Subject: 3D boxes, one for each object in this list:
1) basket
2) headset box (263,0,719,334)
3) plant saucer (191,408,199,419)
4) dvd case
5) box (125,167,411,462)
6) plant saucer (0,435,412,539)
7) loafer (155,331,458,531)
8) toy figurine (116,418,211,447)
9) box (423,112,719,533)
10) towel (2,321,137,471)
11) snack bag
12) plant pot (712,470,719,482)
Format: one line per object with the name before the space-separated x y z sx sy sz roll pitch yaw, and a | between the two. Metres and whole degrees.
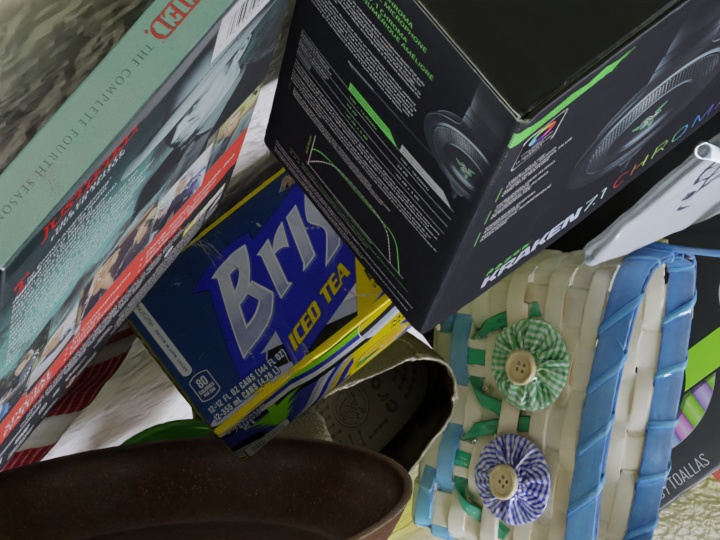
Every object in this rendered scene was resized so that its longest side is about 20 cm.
basket | 0.128 0.072 1.101 0.198 0.178 0.139 7 -174 16
headset box | 0.070 -0.093 0.779 0.174 0.093 0.200 -37 168 -19
plant saucer | 0.000 0.000 1.102 0.199 0.031 0.200 -34 168 -8
dvd case | -0.077 -0.017 0.751 0.146 0.022 0.200 -52 176 -24
box | 0.007 -0.017 0.942 0.200 0.070 0.064 -38 165 -4
plant saucer | -0.078 0.105 0.914 0.199 0.037 0.200 -5 -169 1
loafer | -0.030 0.091 1.030 0.067 0.076 0.200 -9 -143 54
toy figurine | -0.108 0.139 1.128 0.183 0.151 0.200 -15 -157 48
box | 0.147 0.020 1.235 0.200 0.149 0.124 -37 -174 4
towel | -0.173 0.090 0.993 0.144 0.023 0.200 -25 163 -43
snack bag | 0.200 -0.069 1.036 0.200 0.021 0.188 -42 167 38
plant pot | 0.354 0.107 2.095 0.200 0.178 0.201 -34 167 -9
